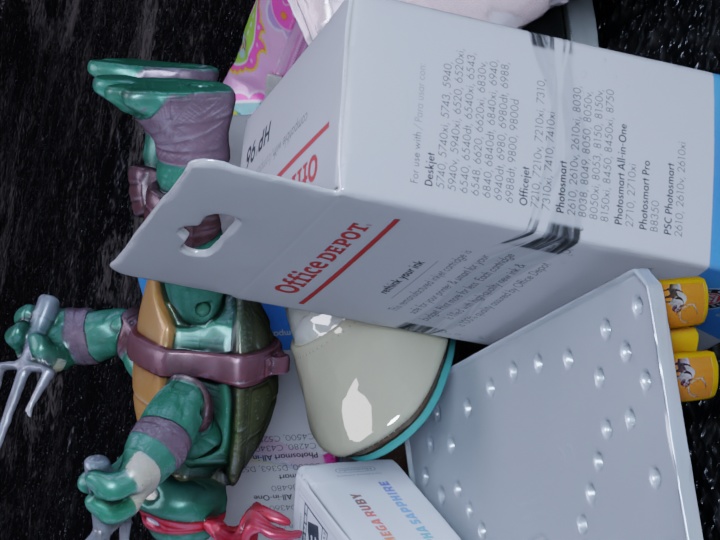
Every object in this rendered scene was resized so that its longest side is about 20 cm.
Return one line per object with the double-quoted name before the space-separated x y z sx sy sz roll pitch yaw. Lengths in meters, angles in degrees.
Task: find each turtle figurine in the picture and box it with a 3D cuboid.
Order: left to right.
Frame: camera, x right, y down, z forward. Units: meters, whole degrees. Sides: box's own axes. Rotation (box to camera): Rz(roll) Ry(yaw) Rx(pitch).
"turtle figurine" -0.076 0.029 0.787 0.149 0.100 0.202 23 111 61

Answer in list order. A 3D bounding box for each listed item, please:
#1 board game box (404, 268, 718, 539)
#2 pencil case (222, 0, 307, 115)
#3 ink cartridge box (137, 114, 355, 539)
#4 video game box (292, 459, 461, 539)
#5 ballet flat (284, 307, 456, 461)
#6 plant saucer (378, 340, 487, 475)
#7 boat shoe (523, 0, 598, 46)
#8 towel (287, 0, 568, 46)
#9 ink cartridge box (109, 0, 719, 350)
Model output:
"board game box" 0.071 0.119 0.695 0.200 0.026 0.202 144 120 -66
"pencil case" -0.007 -0.139 1.079 0.088 0.087 0.201 -97 26 -46
"ink cartridge box" -0.035 0.047 0.930 0.117 0.067 0.201 -80 -16 -54
"video game box" 0.019 0.192 0.744 0.182 0.046 0.202 -131 42 -62
"ballet flat" 0.000 0.000 0.807 0.200 0.069 0.070 -76 4 -66
"plant saucer" 0.054 0.053 0.862 0.200 0.032 0.202 -170 90 -74
"boat shoe" 0.055 -0.132 0.920 0.201 0.060 0.076 -99 26 -48
"towel" 0.036 -0.180 0.729 0.199 0.032 0.192 -29 86 24
"ink cartridge box" 0.031 -0.027 0.693 0.116 0.198 0.069 140 138 -64
